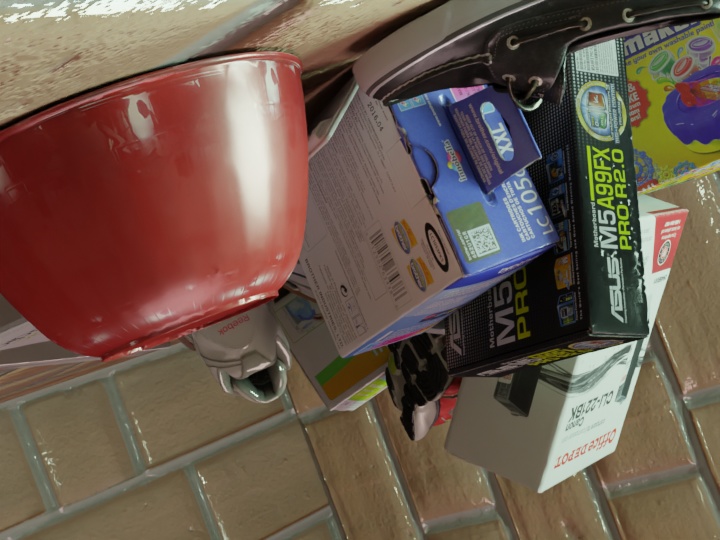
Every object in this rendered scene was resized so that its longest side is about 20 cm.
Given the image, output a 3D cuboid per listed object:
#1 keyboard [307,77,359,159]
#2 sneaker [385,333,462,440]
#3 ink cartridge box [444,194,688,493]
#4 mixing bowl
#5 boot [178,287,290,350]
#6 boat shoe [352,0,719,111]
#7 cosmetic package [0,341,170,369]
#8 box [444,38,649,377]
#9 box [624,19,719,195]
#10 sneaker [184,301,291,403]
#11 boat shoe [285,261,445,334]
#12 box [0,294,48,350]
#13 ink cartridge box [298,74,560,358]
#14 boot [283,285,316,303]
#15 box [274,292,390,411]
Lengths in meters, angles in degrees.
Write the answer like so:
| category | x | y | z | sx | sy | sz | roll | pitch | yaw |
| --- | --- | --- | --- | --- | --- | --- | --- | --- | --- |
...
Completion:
| category | x | y | z | sx | sy | sz | roll | pitch | yaw |
| --- | --- | --- | --- | --- | --- | --- | --- | --- | --- |
| keyboard | -0.057 | -0.050 | 0.790 | 0.200 | 0.011 | 0.056 | -39 | -166 | 50 |
| sneaker | 0.068 | 0.064 | 1.018 | 0.084 | 0.077 | 0.200 | -22 | 161 | -13 |
| ink cartridge box | 0.148 | 0.042 | 0.954 | 0.083 | 0.201 | 0.144 | 23 | -163 | 28 |
| mixing bowl | -0.104 | -0.021 | 0.669 | 0.199 | 0.109 | 0.200 | -21 | 177 | -1 |
| boot | -0.087 | 0.006 | 1.120 | 0.145 | 0.071 | 0.200 | -23 | -179 | 2 |
| boat shoe | 0.096 | -0.118 | 0.684 | 0.199 | 0.067 | 0.070 | -21 | 177 | 5 |
| cosmetic package | -0.264 | 0.052 | 1.083 | 0.199 | 0.051 | 0.082 | -4 | 176 | -28 |
| box | 0.104 | -0.044 | 0.818 | 0.044 | 0.202 | 0.160 | 4 | 167 | -27 |
| box | 0.281 | -0.150 | 0.941 | 0.199 | 0.123 | 0.192 | -23 | 176 | 35 |
| sneaker | -0.089 | 0.052 | 0.956 | 0.078 | 0.100 | 0.200 | -28 | 176 | -1 |
| boat shoe | 0.000 | 0.000 | 0.937 | 0.199 | 0.072 | 0.066 | 16 | 163 | 17 |
| box | -0.182 | 0.012 | 0.884 | 0.144 | 0.037 | 0.200 | -23 | 178 | 13 |
| ink cartridge box | 0.031 | -0.043 | 0.791 | 0.076 | 0.137 | 0.200 | -19 | 170 | -29 |
| boot | 0.039 | -0.045 | 1.030 | 0.198 | 0.156 | 0.074 | 2 | 165 | 7 |
| box | 0.037 | 0.023 | 1.131 | 0.199 | 0.102 | 0.112 | -35 | 169 | 5 |
